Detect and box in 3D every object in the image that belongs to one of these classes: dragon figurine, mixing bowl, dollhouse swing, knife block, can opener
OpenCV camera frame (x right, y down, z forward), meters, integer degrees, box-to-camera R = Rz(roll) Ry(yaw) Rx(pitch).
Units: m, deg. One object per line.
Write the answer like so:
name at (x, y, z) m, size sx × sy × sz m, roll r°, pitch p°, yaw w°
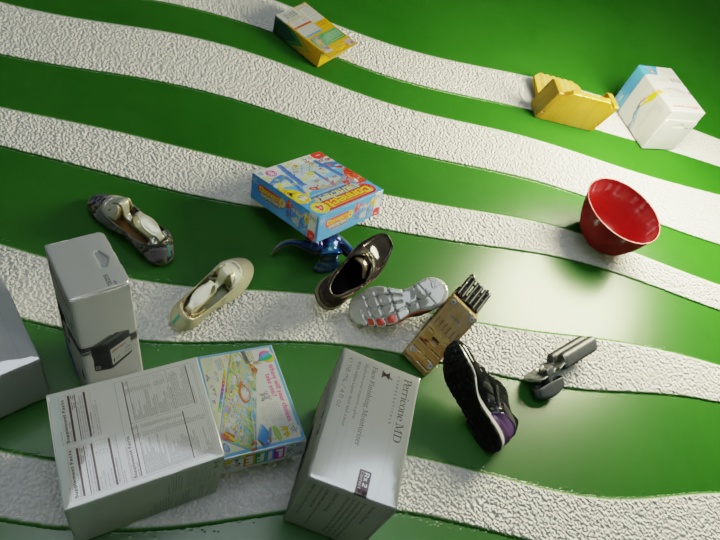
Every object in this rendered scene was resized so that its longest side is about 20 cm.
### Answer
dragon figurine at (-0.070, -0.037, 1.178) m, size 0.194 × 0.059 × 0.101 m, roll -11°, pitch 59°, yaw -29°
mixing bowl at (0.613, -0.114, 1.461) m, size 0.193 × 0.109 × 0.205 m, roll 10°, pitch 53°, yaw -14°
dollhouse swing at (0.614, -0.526, 1.733) m, size 0.193 × 0.182 × 0.182 m, roll 9°, pitch 72°, yaw -13°
knife block at (0.174, 0.100, 1.175) m, size 0.064 × 0.201 × 0.175 m, roll 42°, pitch 7°, yaw 7°
can opener at (0.408, 0.196, 1.206) m, size 0.196 × 0.053 × 0.069 m, roll -20°, pitch 96°, yaw -32°

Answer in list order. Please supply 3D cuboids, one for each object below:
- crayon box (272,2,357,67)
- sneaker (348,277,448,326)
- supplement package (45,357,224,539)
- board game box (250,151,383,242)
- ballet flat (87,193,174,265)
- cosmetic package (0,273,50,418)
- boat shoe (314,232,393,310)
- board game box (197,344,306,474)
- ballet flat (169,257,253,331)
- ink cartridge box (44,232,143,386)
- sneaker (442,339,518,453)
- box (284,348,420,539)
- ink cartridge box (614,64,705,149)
crayon box at (-0.121, -0.619, 1.588) m, size 0.199 × 0.052 × 0.125 m, roll 40°, pitch 52°, yaw 12°
sneaker at (0.073, 0.072, 1.153) m, size 0.193 × 0.082 × 0.080 m, roll -10°, pitch 72°, yaw 0°
supplement package at (-0.306, 0.243, 0.822) m, size 0.194 × 0.153 × 0.154 m, roll -12°, pitch 59°, yaw -27°
board game box at (-0.087, -0.155, 1.209) m, size 0.193 × 0.057 × 0.198 m, roll 33°, pitch 40°, yaw 27°
ballet flat at (-0.414, -0.093, 1.083) m, size 0.198 × 0.073 × 0.072 m, roll 37°, pitch 51°, yaw 8°
cosmetic package at (-0.576, 0.114, 0.836) m, size 0.197 × 0.124 × 0.201 m, roll -24°, pitch 66°, yaw -34°
boat shoe at (0.000, 0.000, 1.121) m, size 0.075 × 0.073 × 0.200 m, roll 48°, pitch 63°, yaw -8°
board game box at (-0.177, 0.209, 0.936) m, size 0.130 × 0.035 × 0.202 m, roll -6°, pitch 40°, yaw -23°
ballet flat at (-0.254, 0.030, 1.056) m, size 0.069 × 0.070 × 0.201 m, roll 35°, pitch 51°, yaw 8°
ink cartridge box at (-0.381, 0.073, 0.864) m, size 0.082 × 0.205 × 0.145 m, roll -17°, pitch 41°, yaw -31°
sneaker at (0.219, 0.216, 1.084) m, size 0.086 × 0.075 × 0.205 m, roll -21°, pitch 86°, yaw -39°
box at (-0.013, 0.266, 0.886) m, size 0.127 × 0.202 × 0.203 m, roll 20°, pitch 50°, yaw -4°
ink cartridge box at (0.904, -0.496, 1.824) m, size 0.142 × 0.148 × 0.205 m, roll -2°, pitch 56°, yaw -22°
